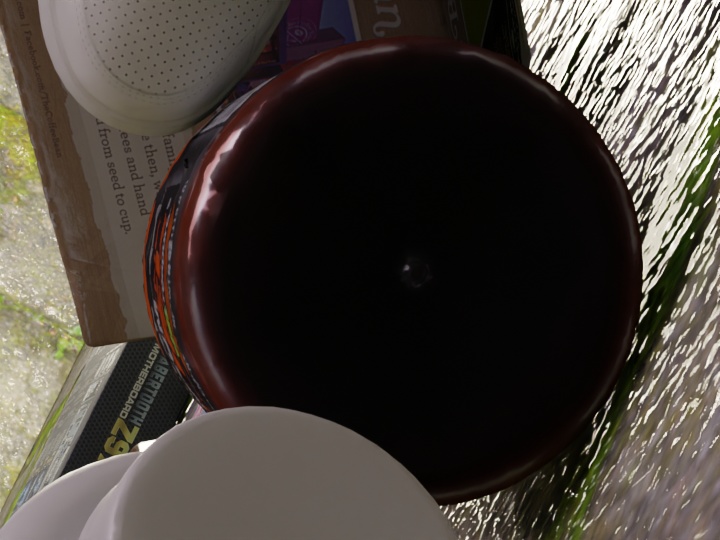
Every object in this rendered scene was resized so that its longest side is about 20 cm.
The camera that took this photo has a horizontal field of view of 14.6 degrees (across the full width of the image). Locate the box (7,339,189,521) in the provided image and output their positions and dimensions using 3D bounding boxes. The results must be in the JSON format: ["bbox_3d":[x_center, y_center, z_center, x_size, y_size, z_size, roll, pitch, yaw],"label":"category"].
[{"bbox_3d":[-0.154,0.110,1.644,0.158,0.051,0.200,-64,8,-15],"label":"box"}]

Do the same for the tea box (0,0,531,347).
[{"bbox_3d":[-0.030,-0.113,0.879,0.197,0.133,0.200,-77,-23,-65],"label":"tea box"}]

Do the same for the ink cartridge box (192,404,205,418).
[{"bbox_3d":[-0.019,0.026,1.031,0.120,0.042,0.200,-63,9,-7],"label":"ink cartridge box"}]

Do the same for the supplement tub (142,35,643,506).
[{"bbox_3d":[0.000,0.000,0.705,0.107,0.107,0.200,-62,6,-3],"label":"supplement tub"}]

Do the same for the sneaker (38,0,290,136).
[{"bbox_3d":[-0.023,-0.128,0.670,0.116,0.074,0.200,-160,89,-80],"label":"sneaker"}]

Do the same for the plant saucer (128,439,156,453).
[{"bbox_3d":[-0.086,0.143,0.945,0.200,0.029,0.201,-164,90,-82],"label":"plant saucer"}]

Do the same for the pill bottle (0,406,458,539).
[{"bbox_3d":[-0.050,0.113,0.616,0.200,0.109,0.109,-55,10,48],"label":"pill bottle"}]
